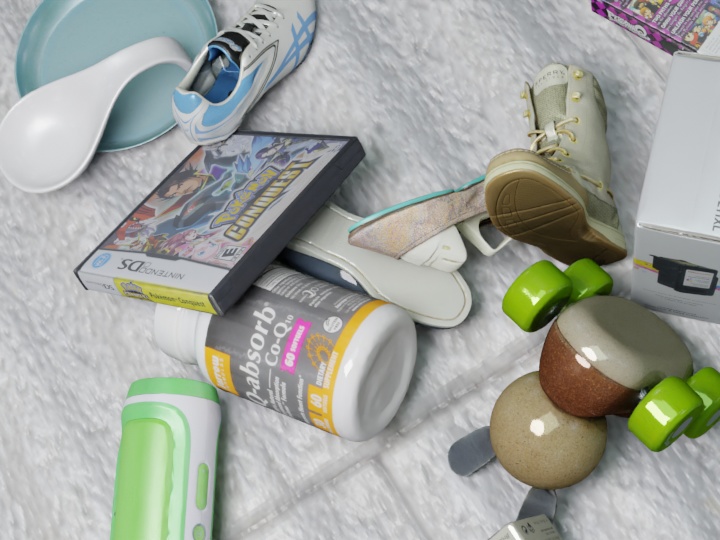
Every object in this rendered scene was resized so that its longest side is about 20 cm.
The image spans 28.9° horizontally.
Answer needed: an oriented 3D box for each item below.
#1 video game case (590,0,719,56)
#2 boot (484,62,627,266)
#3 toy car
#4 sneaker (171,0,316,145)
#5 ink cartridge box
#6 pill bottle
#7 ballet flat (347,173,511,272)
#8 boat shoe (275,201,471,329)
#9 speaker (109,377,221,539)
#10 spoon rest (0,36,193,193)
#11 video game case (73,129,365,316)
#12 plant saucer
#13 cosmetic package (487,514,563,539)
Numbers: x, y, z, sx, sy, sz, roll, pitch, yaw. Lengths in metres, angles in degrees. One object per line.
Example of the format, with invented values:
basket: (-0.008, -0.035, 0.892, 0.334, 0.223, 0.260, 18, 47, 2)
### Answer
video game case: (0.333, -0.268, 1.233, 0.181, 0.036, 0.200, 34, 80, 19)
boot: (0.154, -0.099, 1.129, 0.072, 0.200, 0.155, -13, 67, 29)
toy car: (0.162, 0.118, 1.108, 0.164, 0.158, 0.200, 44, 113, 24)
sneaker: (-0.100, -0.199, 1.260, 0.072, 0.073, 0.200, 23, 61, 18)
ink cartridge box: (0.265, -0.060, 1.088, 0.083, 0.200, 0.146, 12, 74, 14)
pill bottle: (-0.063, 0.057, 1.149, 0.200, 0.116, 0.117, 18, 76, 26)
ballet flat: (0.083, -0.038, 1.154, 0.200, 0.068, 0.067, -22, 83, -28)
boat shoe: (0.000, 0.000, 1.189, 0.200, 0.062, 0.075, 23, 61, 8)
speaker: (-0.160, 0.193, 1.145, 0.088, 0.088, 0.200, -1, 72, 10)
spoon rest: (-0.242, -0.147, 1.258, 0.200, 0.061, 0.099, -36, 69, -3)
video game case: (-0.119, -0.048, 1.171, 0.181, 0.026, 0.200, 8, 48, 43)
plant saucer: (-0.228, -0.200, 1.319, 0.200, 0.027, 0.201, -3, 72, 9)
cosmetic package: (0.147, 0.295, 1.045, 0.105, 0.071, 0.200, -45, 67, 20)
